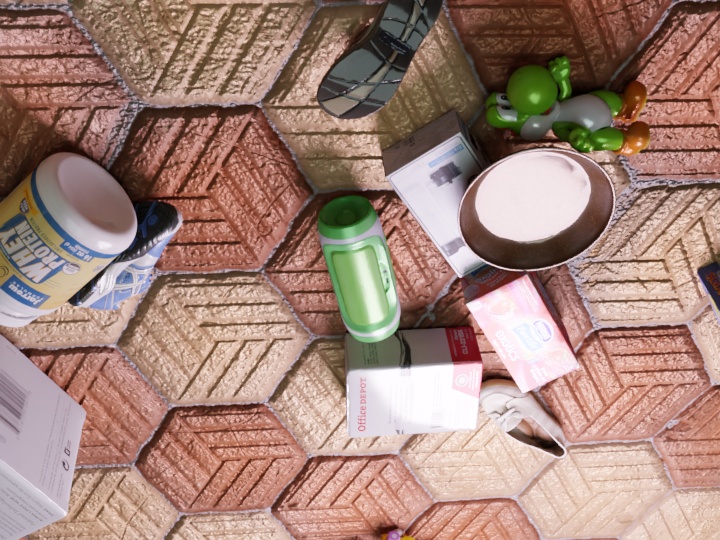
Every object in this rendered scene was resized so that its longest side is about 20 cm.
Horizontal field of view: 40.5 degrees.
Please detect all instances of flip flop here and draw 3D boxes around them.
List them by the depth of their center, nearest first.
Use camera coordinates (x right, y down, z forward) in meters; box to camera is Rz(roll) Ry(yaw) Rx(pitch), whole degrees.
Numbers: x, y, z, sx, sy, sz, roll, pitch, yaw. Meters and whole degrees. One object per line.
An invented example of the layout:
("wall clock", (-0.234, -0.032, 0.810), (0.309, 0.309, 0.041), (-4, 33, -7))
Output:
("flip flop", (0.023, -0.265, 1.150), (0.081, 0.058, 0.201), (30, 104, -20))

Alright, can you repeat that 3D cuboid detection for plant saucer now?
("plant saucer", (0.219, -0.083, 1.229), (0.198, 0.037, 0.201), (-1, 133, -1))

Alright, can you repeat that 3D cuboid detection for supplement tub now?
("supplement tub", (-0.393, -0.035, 1.218), (0.200, 0.145, 0.144), (-38, 122, 21))

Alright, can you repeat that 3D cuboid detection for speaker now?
("speaker", (0.000, 0.000, 1.325), (0.088, 0.089, 0.201), (-12, 127, 3))

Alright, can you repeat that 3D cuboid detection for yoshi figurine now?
("yoshi figurine", (0.256, -0.201, 1.194), (0.198, 0.113, 0.113), (4, 111, -6))

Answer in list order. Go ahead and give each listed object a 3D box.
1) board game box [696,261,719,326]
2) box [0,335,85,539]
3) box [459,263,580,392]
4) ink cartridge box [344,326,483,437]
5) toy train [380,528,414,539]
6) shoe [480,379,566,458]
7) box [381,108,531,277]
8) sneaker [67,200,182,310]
("board game box", (0.545, 0.099, 1.384), (0.034, 0.201, 0.136), (-26, 126, 14))
("box", (-0.509, 0.239, 1.368), (0.130, 0.200, 0.200), (-26, 126, 15))
("box", (0.223, 0.062, 1.385), (0.094, 0.103, 0.200), (-27, 124, 13))
("ink cartridge box", (0.074, 0.167, 1.458), (0.198, 0.084, 0.145), (-3, 128, -5))
("toy train", (0.057, 0.517, 1.743), (0.199, 0.056, 0.150), (29, 121, -21))
("shoe", (0.261, 0.236, 1.549), (0.200, 0.054, 0.070), (36, 116, -28))
("box", (0.128, -0.097, 1.279), (0.116, 0.060, 0.200), (-28, 125, 15))
("sneaker", (-0.304, -0.019, 1.297), (0.200, 0.076, 0.077), (-38, 144, 21))
